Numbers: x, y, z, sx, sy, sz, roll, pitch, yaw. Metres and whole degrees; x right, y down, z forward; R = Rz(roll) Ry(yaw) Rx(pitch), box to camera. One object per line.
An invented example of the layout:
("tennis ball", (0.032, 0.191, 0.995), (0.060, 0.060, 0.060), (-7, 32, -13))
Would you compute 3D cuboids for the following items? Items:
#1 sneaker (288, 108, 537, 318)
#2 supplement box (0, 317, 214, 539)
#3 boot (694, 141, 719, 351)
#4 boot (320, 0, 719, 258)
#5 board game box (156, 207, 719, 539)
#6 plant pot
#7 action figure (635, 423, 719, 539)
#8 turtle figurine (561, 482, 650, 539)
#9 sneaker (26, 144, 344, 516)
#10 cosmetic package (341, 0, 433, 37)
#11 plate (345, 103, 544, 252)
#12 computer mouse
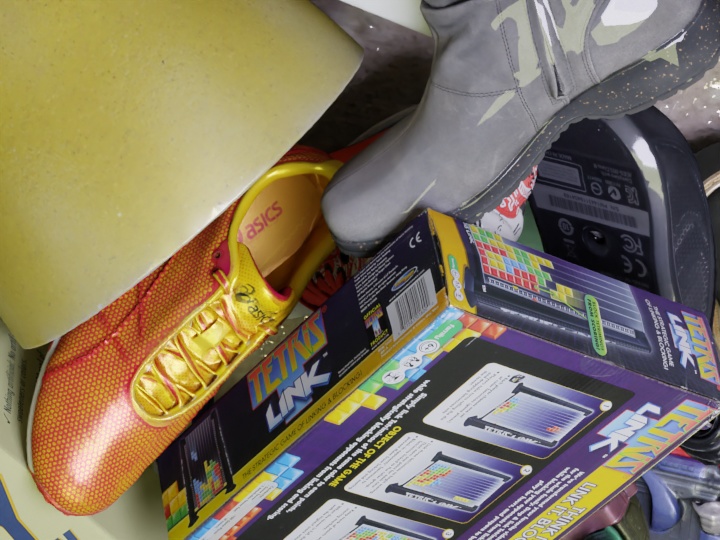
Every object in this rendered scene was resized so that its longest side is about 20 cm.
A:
("sneaker", (0.000, -0.001, 1.363), (0.067, 0.108, 0.201), (35, 135, -27))
("supplement box", (-0.182, 0.074, 1.406), (0.134, 0.200, 0.200), (-32, 125, 22))
("boot", (0.222, 0.044, 1.430), (0.077, 0.138, 0.200), (-38, 135, 8))
("boot", (0.039, -0.099, 1.213), (0.200, 0.070, 0.132), (-34, 126, 16))
("board game box", (0.034, 0.070, 1.303), (0.165, 0.057, 0.200), (19, 133, -36))
("plant pot", (-0.119, -0.084, 1.294), (0.200, 0.200, 0.142), (-36, 102, 26))
("action figure", (0.144, 0.114, 1.557), (0.200, 0.105, 0.194), (19, 126, 15))
("turtle figurine", (0.092, 0.131, 1.470), (0.101, 0.150, 0.200), (-39, 105, -21))
("sneaker", (-0.076, 0.022, 1.299), (0.073, 0.077, 0.200), (41, 77, -25))
("cosmetic package", (0.003, -0.175, 1.253), (0.200, 0.113, 0.081), (23, 128, -20))
("plate", (0.066, -0.017, 1.456), (0.200, 0.026, 0.201), (-1, 132, -1))
("computer mouse", (0.124, -0.012, 1.396), (0.138, 0.053, 0.200), (22, 136, 37))
